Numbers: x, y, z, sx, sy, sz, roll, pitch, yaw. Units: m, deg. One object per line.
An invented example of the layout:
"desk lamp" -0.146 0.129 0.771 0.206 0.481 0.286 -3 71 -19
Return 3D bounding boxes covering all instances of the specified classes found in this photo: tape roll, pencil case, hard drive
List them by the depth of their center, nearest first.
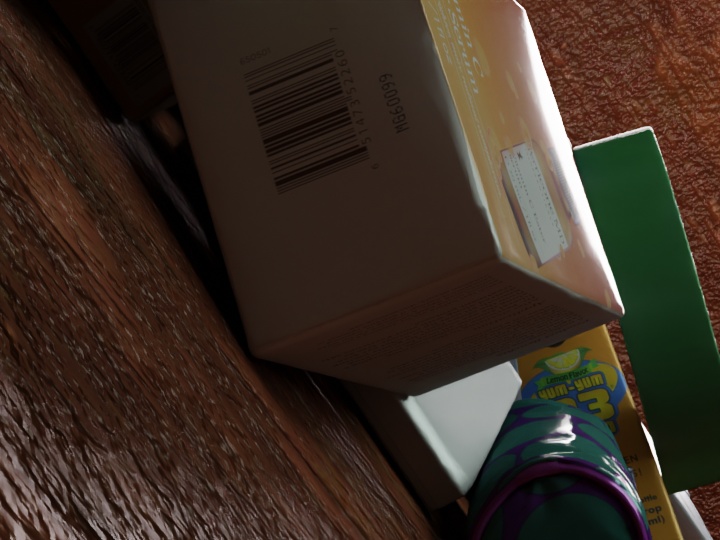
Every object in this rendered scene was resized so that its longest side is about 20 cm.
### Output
"hard drive" 0.000 0.000 1.086 0.201 0.027 0.132 55 24 -9
"pencil case" 0.091 0.116 1.092 0.200 0.085 0.093 -51 129 -84
"tape roll" 0.166 0.022 1.303 0.200 0.048 0.202 -16 90 -83

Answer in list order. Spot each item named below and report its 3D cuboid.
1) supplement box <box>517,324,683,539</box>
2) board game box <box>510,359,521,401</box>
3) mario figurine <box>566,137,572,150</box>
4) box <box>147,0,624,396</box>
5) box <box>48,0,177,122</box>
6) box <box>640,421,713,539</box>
"supplement box" 0.121 0.106 1.267 0.069 0.066 0.201 88 -15 -60
"board game box" 0.034 -0.018 1.267 0.200 0.041 0.201 -117 -165 -56
"mario figurine" 0.064 -0.050 1.326 0.106 0.124 0.200 34 3 -6
"box" 0.016 -0.043 0.947 0.200 0.106 0.153 19 51 -70
"box" -0.088 -0.135 1.018 0.119 0.041 0.200 56 19 -2
"box" 0.126 0.106 1.446 0.177 0.096 0.200 53 6 -39
